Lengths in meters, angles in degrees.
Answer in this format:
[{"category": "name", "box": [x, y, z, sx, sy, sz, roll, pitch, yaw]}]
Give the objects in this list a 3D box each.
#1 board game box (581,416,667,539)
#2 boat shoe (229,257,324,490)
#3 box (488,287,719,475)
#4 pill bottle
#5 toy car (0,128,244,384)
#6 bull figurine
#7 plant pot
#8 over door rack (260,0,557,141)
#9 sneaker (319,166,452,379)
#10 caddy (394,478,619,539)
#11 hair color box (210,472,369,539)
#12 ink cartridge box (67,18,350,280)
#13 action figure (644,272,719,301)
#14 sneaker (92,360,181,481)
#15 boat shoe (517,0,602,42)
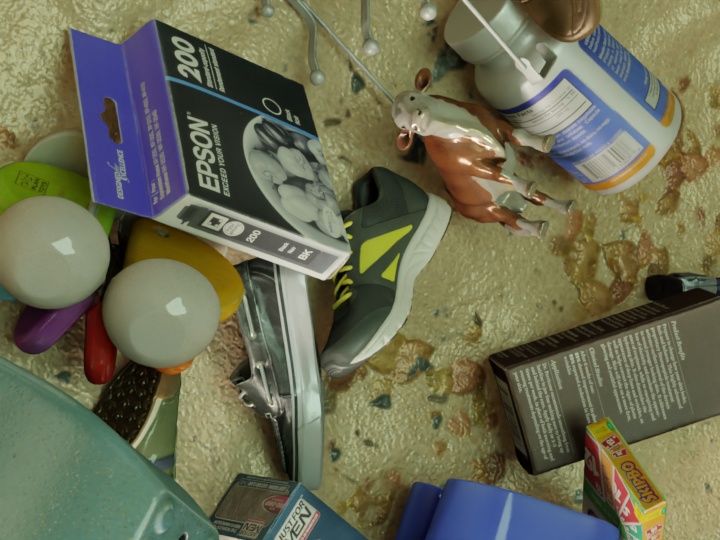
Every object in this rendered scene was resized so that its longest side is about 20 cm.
[{"category": "board game box", "box": [0.218, 0.219, 1.644, 0.030, 0.096, 0.200, -23, 141, -12]}, {"category": "boat shoe", "box": [-0.067, 0.079, 1.541, 0.071, 0.072, 0.200, -6, 106, 1]}, {"category": "box", "box": [0.219, 0.092, 1.670, 0.200, 0.075, 0.100, -17, 99, -5]}, {"category": "pill bottle", "box": [0.168, -0.163, 1.658, 0.200, 0.112, 0.112, 39, 71, -25]}, {"category": "toy car", "box": [-0.193, 0.006, 1.422, 0.200, 0.175, 0.150, 29, 116, -14]}, {"category": "bull figurine", "box": [0.098, -0.088, 1.574, 0.065, 0.121, 0.200, -60, 155, -10]}, {"category": "plant pot", "box": [-0.215, 0.183, 1.325, 0.197, 0.200, 0.196, -64, 156, -15]}, {"category": "over door rack", "box": [0.035, -0.180, 1.550, 0.200, 0.148, 0.067, 37, 52, -25]}, {"category": "sneaker", "box": [0.000, 0.000, 1.573, 0.085, 0.074, 0.200, 37, 50, -14]}, {"category": "caddy", "box": [0.116, 0.242, 1.601, 0.200, 0.141, 0.105, 19, 74, -20]}, {"category": "hair color box", "box": [-0.018, 0.242, 1.547, 0.200, 0.100, 0.061, 42, 69, -25]}, {"category": "ink cartridge box", "box": [-0.113, -0.098, 1.452, 0.200, 0.043, 0.198, 19, 37, -32]}, {"category": "action figure", "box": [0.357, 0.029, 1.799, 0.200, 0.069, 0.130, -9, 90, -34]}, {"category": "sneaker", "box": [-0.171, 0.167, 1.481, 0.090, 0.067, 0.200, 37, 67, -39]}, {"category": "boat shoe", "box": [0.143, -0.280, 1.579, 0.200, 0.072, 0.072, 60, 32, 0]}]
